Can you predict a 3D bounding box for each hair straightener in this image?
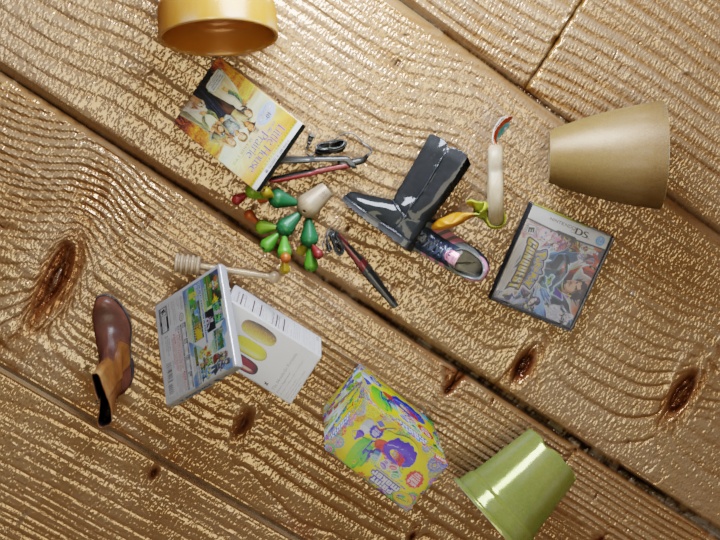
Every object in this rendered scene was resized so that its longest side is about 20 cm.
[{"bbox_3d":[-0.076,-0.211,1.545,0.196,0.041,0.078,-8,104,4],"label":"hair straightener"}]

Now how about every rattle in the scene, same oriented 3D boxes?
[{"bbox_3d":[0.203,-0.178,1.534,0.141,0.130,0.203,6,120,23],"label":"rattle"}]

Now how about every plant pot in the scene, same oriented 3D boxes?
[{"bbox_3d":[-0.239,-0.474,1.409,0.196,0.200,0.187,-4,88,-2],"label":"plant pot"},{"bbox_3d":[0.437,-0.204,1.522,0.196,0.187,0.190,0,104,10],"label":"plant pot"},{"bbox_3d":[0.314,0.420,1.661,0.184,0.200,0.201,-42,103,-5],"label":"plant pot"}]

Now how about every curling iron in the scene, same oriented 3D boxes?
[{"bbox_3d":[0.000,0.000,1.608,0.200,0.025,0.050,46,60,-16],"label":"curling iron"}]

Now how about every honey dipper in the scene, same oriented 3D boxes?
[{"bbox_3d":[-0.248,-0.002,1.593,0.196,0.038,0.039,7,103,-9],"label":"honey dipper"}]

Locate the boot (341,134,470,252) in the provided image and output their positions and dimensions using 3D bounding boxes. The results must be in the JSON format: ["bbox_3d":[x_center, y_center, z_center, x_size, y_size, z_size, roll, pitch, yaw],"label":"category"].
[{"bbox_3d":[0.083,-0.162,1.553,0.164,0.066,0.202,34,95,6],"label":"boot"}]

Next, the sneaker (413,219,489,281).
[{"bbox_3d":[0.154,-0.043,1.580,0.197,0.082,0.071,25,101,-5],"label":"sneaker"}]

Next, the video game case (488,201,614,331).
[{"bbox_3d":[0.365,-0.006,1.632,0.178,0.026,0.203,21,101,-8],"label":"video game case"}]

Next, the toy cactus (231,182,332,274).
[{"bbox_3d":[-0.123,-0.097,1.553,0.165,0.102,0.201,-41,95,-2],"label":"toy cactus"}]

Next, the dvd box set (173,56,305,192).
[{"bbox_3d":[-0.214,-0.257,1.501,0.199,0.029,0.147,39,98,8],"label":"dvd box set"}]

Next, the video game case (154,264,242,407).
[{"bbox_3d":[-0.294,0.117,1.528,0.181,0.203,0.022,-30,149,28],"label":"video game case"}]

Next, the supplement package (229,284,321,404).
[{"bbox_3d":[-0.183,0.136,1.589,0.198,0.110,0.115,32,100,-10],"label":"supplement package"}]

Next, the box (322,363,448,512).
[{"bbox_3d":[0.041,0.311,1.603,0.199,0.193,0.122,39,99,-12],"label":"box"}]

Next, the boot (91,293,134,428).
[{"bbox_3d":[-0.463,0.157,1.531,0.067,0.200,0.192,-1,104,-3],"label":"boot"}]
